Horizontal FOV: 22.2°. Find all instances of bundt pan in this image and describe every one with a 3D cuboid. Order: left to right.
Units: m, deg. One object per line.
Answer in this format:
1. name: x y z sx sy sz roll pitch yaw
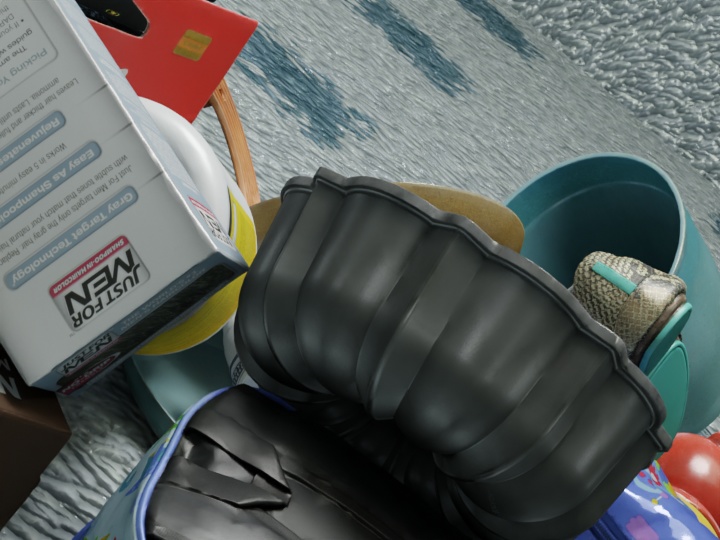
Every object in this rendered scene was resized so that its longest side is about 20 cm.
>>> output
1. bundt pan: 0.028 0.051 0.779 0.201 0.076 0.202 31 -19 12

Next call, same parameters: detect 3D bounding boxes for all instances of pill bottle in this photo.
1. pill bottle: -0.110 -0.016 0.925 0.112 0.112 0.200 42 -3 7

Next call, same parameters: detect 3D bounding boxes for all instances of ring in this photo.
1. ring: -0.104 -0.064 1.184 0.200 0.019 0.203 -13 90 -77

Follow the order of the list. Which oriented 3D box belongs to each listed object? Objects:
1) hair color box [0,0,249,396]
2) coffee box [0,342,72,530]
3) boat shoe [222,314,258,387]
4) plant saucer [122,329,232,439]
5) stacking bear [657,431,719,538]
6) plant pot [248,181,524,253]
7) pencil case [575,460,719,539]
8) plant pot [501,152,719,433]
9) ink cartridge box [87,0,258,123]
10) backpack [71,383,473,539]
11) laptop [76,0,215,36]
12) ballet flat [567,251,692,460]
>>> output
1. hair color box: -0.146 -0.057 0.799 0.201 0.099 0.061 56 4 13
2. coffee box: -0.217 0.020 0.817 0.114 0.080 0.201 24 24 -42
3. boat shoe: 0.016 0.036 1.030 0.200 0.075 0.086 -3 41 -21
4. plant saucer: -0.062 0.088 1.059 0.199 0.027 0.201 35 19 -14
5. stacking bear: 0.163 0.170 1.048 0.113 0.122 0.200 36 45 8
6. plant pot: 0.000 0.000 1.087 0.199 0.199 0.028 19 58 -48
7. pencil case: 0.120 0.112 0.917 0.201 0.078 0.087 52 10 14
8. plant pot: 0.209 0.041 1.481 0.188 0.199 0.201 45 11 -41
9. ink cartridge box: -0.163 -0.081 0.992 0.199 0.177 0.045 15 32 -47
10. backpack: -0.033 0.164 0.729 0.200 0.147 0.183 43 27 -7
11. laptop: -0.184 -0.241 1.149 0.198 0.104 0.177 24 19 4
12. ballet flat: 0.139 0.041 0.988 0.075 0.068 0.200 38 -14 22
